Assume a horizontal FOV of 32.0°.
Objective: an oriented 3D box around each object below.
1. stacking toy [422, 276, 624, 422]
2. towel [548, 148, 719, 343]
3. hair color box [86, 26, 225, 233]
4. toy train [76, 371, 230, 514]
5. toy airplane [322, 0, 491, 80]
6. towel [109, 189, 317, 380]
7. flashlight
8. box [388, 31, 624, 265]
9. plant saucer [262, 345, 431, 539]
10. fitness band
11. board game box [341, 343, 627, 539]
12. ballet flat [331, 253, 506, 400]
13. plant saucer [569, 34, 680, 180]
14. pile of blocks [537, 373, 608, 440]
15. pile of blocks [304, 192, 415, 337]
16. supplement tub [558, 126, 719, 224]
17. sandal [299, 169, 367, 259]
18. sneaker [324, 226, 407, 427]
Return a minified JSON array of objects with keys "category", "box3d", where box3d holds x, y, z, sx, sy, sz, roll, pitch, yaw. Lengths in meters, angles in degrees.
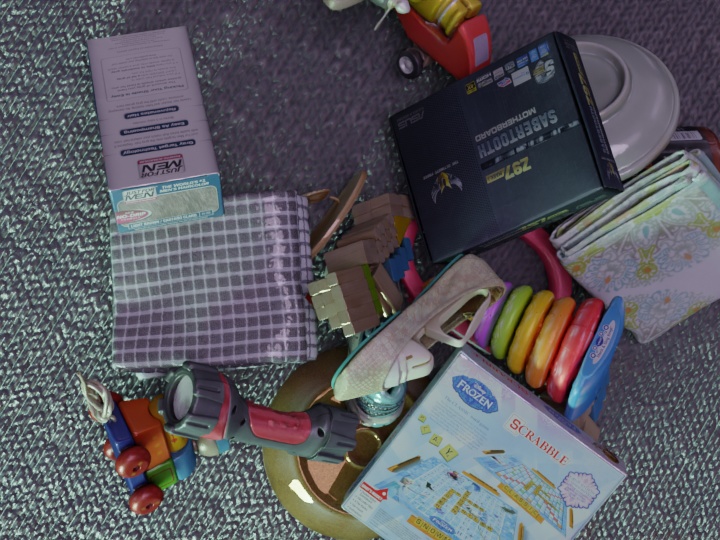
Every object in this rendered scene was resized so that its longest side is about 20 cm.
[{"category":"stacking toy","box3d":[0.151,0.052,1.231,0.199,0.110,0.117,25,69,14]},{"category":"towel","box3d":[0.305,-0.022,1.255,0.171,0.048,0.200,-33,132,21]},{"category":"hair color box","box3d":[-0.191,-0.133,1.159,0.099,0.061,0.201,-10,52,-8]},{"category":"toy train","box3d":[-0.187,0.132,1.166,0.115,0.201,0.085,-25,54,-16]},{"category":"toy airplane","box3d":[0.060,-0.302,1.219,0.198,0.141,0.202,22,64,-27]},{"category":"towel","box3d":[-0.144,0.014,1.180,0.198,0.086,0.167,-6,87,13]},{"category":"flashlight","box3d":[-0.088,0.134,1.164,0.199,0.067,0.069,17,85,-37]},{"category":"box","box3d":[0.135,-0.112,1.199,0.199,0.051,0.159,-23,76,33]},{"category":"plant saucer","box3d":[0.001,0.177,1.274,0.198,0.035,0.202,0,91,-11]},{"category":"fitness band","box3d":[0.125,-0.001,1.297,0.199,0.037,0.144,36,82,-11]},{"category":"board game box","box3d":[0.118,0.206,1.215,0.199,0.041,0.200,37,104,-2]},{"category":"ballet flat","box3d":[0.059,0.059,1.156,0.062,0.068,0.200,37,67,23]},{"category":"plant saucer","box3d":[0.213,-0.171,1.240,0.198,0.050,0.202,-8,54,11]},{"category":"pile of blocks","box3d":[0.211,0.140,1.302,0.062,0.082,0.201,8,65,31]},{"category":"pile of blocks","box3d":[0.000,0.000,1.195,0.062,0.200,0.082,-18,114,33]},{"category":"supplement tub","box3d":[0.264,-0.091,1.284,0.198,0.107,0.108,-4,92,-11]},{"category":"sandal","box3d":[-0.079,-0.027,1.234,0.069,0.078,0.213,34,91,-11]},{"category":"sneaker","box3d":[0.016,0.047,1.232,0.077,0.086,0.202,-7,73,-14]}]
